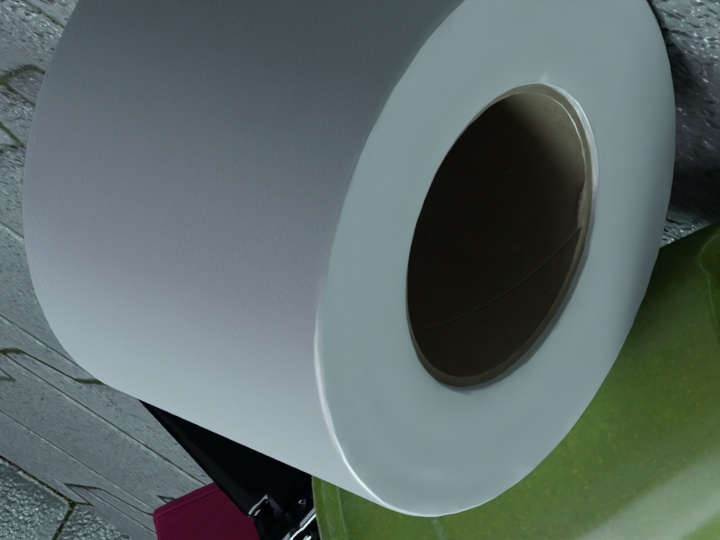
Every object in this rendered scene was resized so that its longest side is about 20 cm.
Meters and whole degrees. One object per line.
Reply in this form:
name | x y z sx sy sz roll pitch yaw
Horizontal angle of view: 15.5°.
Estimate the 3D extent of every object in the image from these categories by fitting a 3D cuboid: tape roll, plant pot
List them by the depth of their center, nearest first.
tape roll | -0.001 -0.030 0.930 0.139 0.203 0.203 20 163 36
plant pot | 0.116 0.073 1.052 0.200 0.201 0.190 36 130 -22

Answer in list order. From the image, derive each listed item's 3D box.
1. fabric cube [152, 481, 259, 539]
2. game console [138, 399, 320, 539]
fabric cube | 0.025 0.218 1.456 0.199 0.200 0.196 -24 145 15
game console | 0.017 0.035 1.241 0.175 0.200 0.117 14 -141 -39
